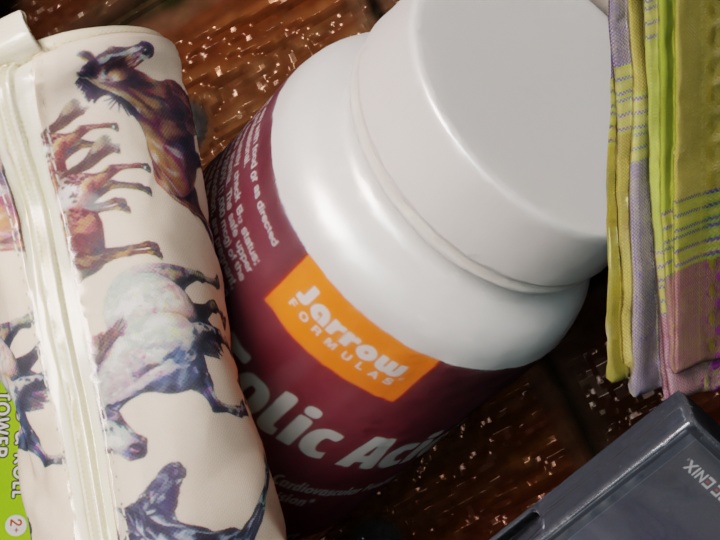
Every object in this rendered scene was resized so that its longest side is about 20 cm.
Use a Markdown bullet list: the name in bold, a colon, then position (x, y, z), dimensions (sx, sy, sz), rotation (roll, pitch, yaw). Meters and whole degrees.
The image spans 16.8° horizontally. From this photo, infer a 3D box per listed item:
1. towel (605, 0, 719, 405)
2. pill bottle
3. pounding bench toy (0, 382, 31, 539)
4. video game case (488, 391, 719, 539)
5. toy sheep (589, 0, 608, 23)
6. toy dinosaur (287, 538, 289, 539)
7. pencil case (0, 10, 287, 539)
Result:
- **towel**: position (0.144, -0.053, 0.704), dimensions (0.023, 0.199, 0.145), rotation (18, 118, 49)
- **pill bottle**: position (0.000, 0.000, 0.753), dimensions (0.200, 0.114, 0.115), rotation (-43, 71, 42)
- **pounding bench toy**: position (-0.164, -0.015, 0.804), dimensions (0.123, 0.156, 0.202), rotation (1, 100, -15)
- **video game case**: position (0.062, 0.138, 0.725), dimensions (0.200, 0.143, 0.019), rotation (-40, 31, 16)
- **toy sheep**: position (0.115, -0.124, 0.756), dimensions (0.137, 0.138, 0.202), rotation (8, 88, 19)
- **toy dinosaur**: position (-0.012, 0.132, 0.775), dimensions (0.135, 0.086, 0.200), rotation (-35, 119, 10)
- **pencil case**: position (-0.069, 0.032, 0.684), dimensions (0.077, 0.089, 0.202), rotation (-14, 81, 4)
